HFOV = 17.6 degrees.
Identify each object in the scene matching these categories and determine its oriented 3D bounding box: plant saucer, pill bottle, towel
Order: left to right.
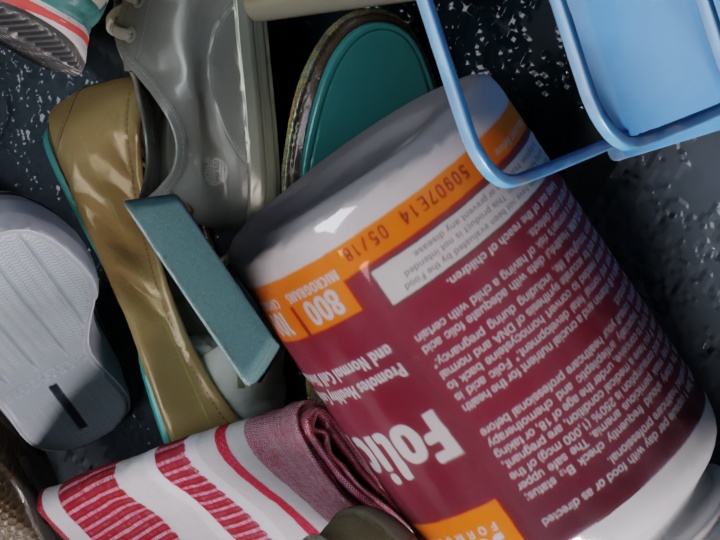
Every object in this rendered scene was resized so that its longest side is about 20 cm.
[{"bbox_3d":[-0.051,0.008,0.826,0.019,0.200,0.070,-34,89,-4],"label":"plant saucer"},{"bbox_3d":[-0.036,0.124,0.923,0.144,0.023,0.200,50,143,-15],"label":"towel"},{"bbox_3d":[0.053,0.043,0.821,0.114,0.114,0.200,-28,101,37],"label":"pill bottle"}]

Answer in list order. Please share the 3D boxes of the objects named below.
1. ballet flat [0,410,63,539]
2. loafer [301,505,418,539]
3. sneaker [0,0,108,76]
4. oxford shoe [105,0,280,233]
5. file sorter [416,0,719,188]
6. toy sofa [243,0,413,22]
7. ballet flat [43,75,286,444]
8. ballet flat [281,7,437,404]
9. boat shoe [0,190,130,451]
[{"bbox_3d":[-0.169,0.081,0.970,0.046,0.200,0.068,-21,65,5],"label":"ballet flat"},{"bbox_3d":[-0.001,0.176,0.786,0.076,0.068,0.201,-43,51,54],"label":"loafer"},{"bbox_3d":[-0.126,-0.134,0.917,0.070,0.200,0.094,26,90,-18],"label":"sneaker"},{"bbox_3d":[-0.070,-0.112,0.899,0.075,0.057,0.201,-168,72,-76],"label":"oxford shoe"},{"bbox_3d":[0.123,-0.118,0.734,0.199,0.123,0.139,-16,93,34],"label":"file sorter"},{"bbox_3d":[-0.018,-0.193,0.833,0.083,0.097,0.201,-3,102,35],"label":"toy sofa"},{"bbox_3d":[-0.066,0.013,0.947,0.063,0.069,0.201,-24,90,21],"label":"ballet flat"},{"bbox_3d":[0.000,0.000,0.901,0.070,0.071,0.201,-1,100,35],"label":"ballet flat"},{"bbox_3d":[-0.144,0.011,0.939,0.067,0.073,0.200,61,169,24],"label":"boat shoe"}]
